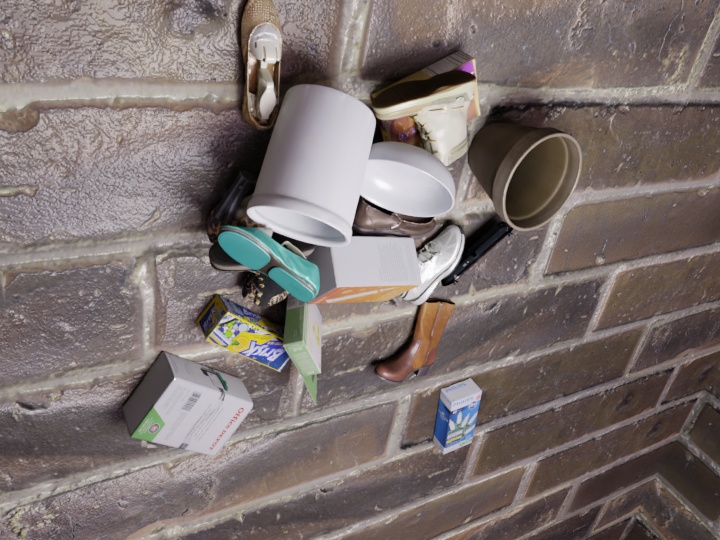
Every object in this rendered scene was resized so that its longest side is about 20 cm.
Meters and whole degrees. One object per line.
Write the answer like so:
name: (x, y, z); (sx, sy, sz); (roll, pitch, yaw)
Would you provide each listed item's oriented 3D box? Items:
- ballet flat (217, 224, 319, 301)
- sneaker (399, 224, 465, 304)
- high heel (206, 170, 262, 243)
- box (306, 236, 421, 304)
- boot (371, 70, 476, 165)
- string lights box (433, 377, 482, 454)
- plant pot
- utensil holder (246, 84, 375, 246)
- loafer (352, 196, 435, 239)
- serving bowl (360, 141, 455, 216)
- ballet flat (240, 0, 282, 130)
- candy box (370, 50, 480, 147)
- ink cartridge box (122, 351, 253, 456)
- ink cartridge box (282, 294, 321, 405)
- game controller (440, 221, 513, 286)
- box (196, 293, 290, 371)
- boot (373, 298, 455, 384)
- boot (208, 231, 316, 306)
ballet flat: (-0.145, -0.026, 1.043); (0.199, 0.071, 0.067); (37, 133, -26)
sneaker: (0.136, -0.020, 1.375); (0.114, 0.076, 0.202); (19, 112, -43)
high heel: (-0.168, -0.089, 1.132); (0.198, 0.072, 0.143); (16, 123, -44)
box: (0.000, 0.000, 1.242); (0.197, 0.100, 0.124); (0, 164, -34)
boot: (0.111, -0.250, 1.122); (0.197, 0.072, 0.157); (-21, 133, -21)
string lights box: (0.265, 0.402, 1.779); (0.101, 0.059, 0.203); (-15, 128, -24)
plant pot: (0.310, -0.211, 1.290); (0.197, 0.174, 0.203); (-18, 131, -22)
utensil holder: (-0.072, -0.162, 1.018); (0.169, 0.168, 0.204); (27, 72, -43)
loafer: (0.072, -0.108, 1.268); (0.196, 0.073, 0.072); (-4, 125, -33)
serving bowl: (0.077, -0.170, 1.139); (0.199, 0.197, 0.067); (34, 66, -44)
ballet flat: (-0.144, -0.309, 0.980); (0.069, 0.065, 0.203); (-13, 127, -25)
candy box: (0.122, -0.301, 1.179); (0.197, 0.057, 0.118); (-28, 133, -13)
ink cartridge box: (-0.330, 0.262, 1.247); (0.147, 0.084, 0.199); (-51, 135, 8)
ink cartridge box: (-0.099, 0.150, 1.286); (0.047, 0.147, 0.202); (-12, 133, 11)
game controller: (0.260, -0.035, 1.445); (0.199, 0.042, 0.104); (-40, 171, -6)
box: (-0.213, 0.123, 1.244); (0.070, 0.064, 0.199); (-50, 134, 7)
boot: (0.129, 0.163, 1.508); (0.185, 0.069, 0.203); (0, 120, -35)
boot: (-0.183, 0.001, 1.141); (0.197, 0.074, 0.152); (-16, 150, -36)
